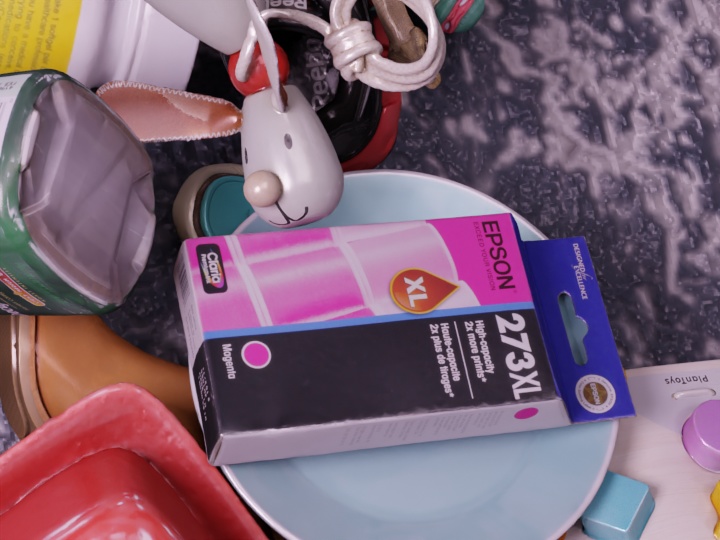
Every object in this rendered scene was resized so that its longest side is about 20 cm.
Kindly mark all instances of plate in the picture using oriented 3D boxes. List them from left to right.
[{"bbox_3d":[0.019,0.048,0.989,0.198,0.026,0.202,6,62,-12],"label":"plate"}]

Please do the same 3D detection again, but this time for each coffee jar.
[{"bbox_3d":[-0.192,-0.027,0.926,0.104,0.198,0.086,44,51,-51],"label":"coffee jar"}]

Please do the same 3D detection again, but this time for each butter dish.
[{"bbox_3d":[-0.106,0.175,0.876,0.199,0.148,0.201,-37,96,-9],"label":"butter dish"}]

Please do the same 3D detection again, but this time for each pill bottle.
[{"bbox_3d":[-0.176,-0.136,1.022,0.198,0.114,0.115,8,67,-17],"label":"pill bottle"}]

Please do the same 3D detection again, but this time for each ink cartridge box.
[{"bbox_3d":[0.023,0.027,0.967,0.198,0.037,0.095,-4,62,-19],"label":"ink cartridge box"}]

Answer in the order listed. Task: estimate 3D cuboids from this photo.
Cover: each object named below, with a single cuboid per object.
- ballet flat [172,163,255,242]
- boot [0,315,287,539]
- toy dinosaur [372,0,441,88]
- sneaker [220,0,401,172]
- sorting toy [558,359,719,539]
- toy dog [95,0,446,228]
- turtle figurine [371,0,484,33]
[{"bbox_3d":[0.000,0.000,1.061,0.199,0.069,0.070,22,63,-16],"label":"ballet flat"},{"bbox_3d":[-0.079,0.062,0.994,0.154,0.077,0.202,-11,79,-18],"label":"boot"},{"bbox_3d":[0.010,-0.175,1.006,0.101,0.058,0.202,37,50,-43],"label":"toy dinosaur"},{"bbox_3d":[-0.032,-0.142,1.023,0.070,0.098,0.202,-12,90,14],"label":"sneaker"},{"bbox_3d":[0.171,0.136,1.013,0.198,0.107,0.181,-5,46,-22],"label":"sorting toy"},{"bbox_3d":[-0.072,-0.113,0.931,0.200,0.132,0.096,48,32,8],"label":"toy dog"},{"bbox_3d":[-0.001,-0.168,1.110,0.199,0.101,0.150,36,98,0],"label":"turtle figurine"}]
